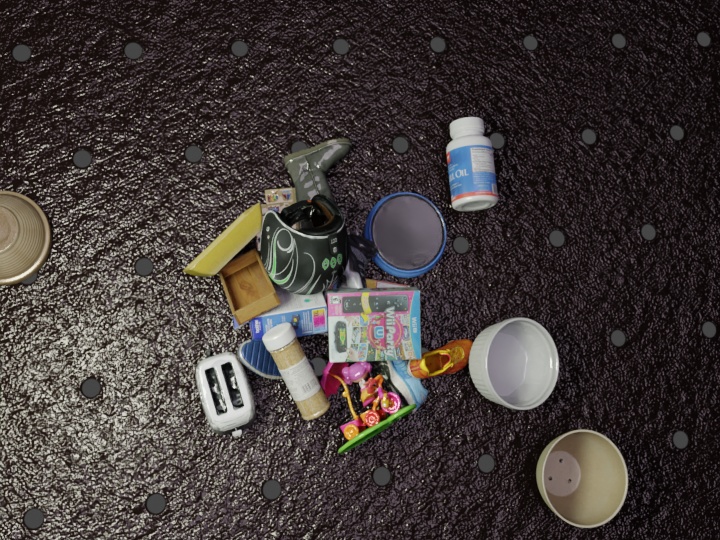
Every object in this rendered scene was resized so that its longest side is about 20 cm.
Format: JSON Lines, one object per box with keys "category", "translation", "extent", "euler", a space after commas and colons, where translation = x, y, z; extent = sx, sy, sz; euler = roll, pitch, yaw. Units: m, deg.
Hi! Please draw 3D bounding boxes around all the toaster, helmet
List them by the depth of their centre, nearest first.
{"category": "helmet", "translation": [-0.118, -0.044, 1.637], "extent": [0.196, 0.193, 0.202], "euler": [8, 39, -6]}
{"category": "toaster", "translation": [-0.287, 0.250, 1.645], "extent": [0.112, 0.129, 0.204], "euler": [-15, 83, -12]}

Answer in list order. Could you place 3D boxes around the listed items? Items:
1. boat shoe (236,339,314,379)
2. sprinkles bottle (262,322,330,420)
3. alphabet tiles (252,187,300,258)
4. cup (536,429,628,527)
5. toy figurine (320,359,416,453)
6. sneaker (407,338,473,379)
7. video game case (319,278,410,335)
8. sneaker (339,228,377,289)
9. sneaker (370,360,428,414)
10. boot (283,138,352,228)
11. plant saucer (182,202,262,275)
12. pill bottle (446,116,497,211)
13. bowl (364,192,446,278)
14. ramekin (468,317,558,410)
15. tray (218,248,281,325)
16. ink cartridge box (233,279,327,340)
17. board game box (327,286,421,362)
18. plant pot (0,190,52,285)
{"category": "boat shoe", "translation": [-0.192, 0.202, 1.659], "extent": [0.199, 0.072, 0.074], "euler": [29, 63, -38]}
{"category": "sprinkles bottle", "translation": [-0.133, 0.211, 1.618], "extent": [0.067, 0.068, 0.203], "euler": [-28, 106, -13]}
{"category": "alphabet tiles", "translation": [-0.161, -0.091, 1.789], "extent": [0.163, 0.006, 0.204], "euler": [-6, 81, -11]}
{"category": "cup", "translation": [0.470, 0.456, 1.730], "extent": [0.196, 0.143, 0.205], "euler": [2, 80, -10]}
{"category": "toy figurine", "translation": [-0.004, 0.264, 1.684], "extent": [0.198, 0.150, 0.186], "euler": [-33, 75, 13]}
{"category": "sneaker", "translation": [0.197, 0.201, 1.742], "extent": [0.198, 0.077, 0.074], "euler": [-17, 88, -39]}
{"category": "video game case", "translation": [0.010, 0.090, 1.781], "extent": [0.196, 0.017, 0.146], "euler": [10, 79, -8]}
{"category": "sneaker", "translation": [0.000, 0.000, 1.749], "extent": [0.113, 0.075, 0.203], "euler": [-21, 83, -37]}
{"category": "sneaker", "translation": [0.086, 0.218, 1.752], "extent": [0.089, 0.078, 0.202], "euler": [-30, 94, -31]}
{"category": "boot", "translation": [-0.076, -0.185, 1.783], "extent": [0.179, 0.073, 0.203], "euler": [-20, 76, -2]}
{"category": "plant saucer", "translation": [-0.287, -0.053, 1.668], "extent": [0.049, 0.200, 0.200], "euler": [46, 77, -11]}
{"category": "pill bottle", "translation": [0.260, -0.251, 1.835], "extent": [0.110, 0.112, 0.204], "euler": [-3, 80, -10]}
{"category": "bowl", "translation": [0.107, -0.086, 1.817], "extent": [0.196, 0.039, 0.205], "euler": [2, 80, -9]}
{"category": "ramekin", "translation": [0.337, 0.210, 1.752], "extent": [0.197, 0.105, 0.205], "euler": [3, 82, -24]}
{"category": "tray", "translation": [-0.241, 0.032, 1.662], "extent": [0.097, 0.200, 0.037], "euler": [-28, 123, -5]}
{"category": "ink cartridge box", "translation": [-0.178, 0.083, 1.685], "extent": [0.196, 0.137, 0.078], "euler": [-7, 122, -11]}
{"category": "board game box", "translation": [0.029, 0.114, 1.660], "extent": [0.196, 0.064, 0.151], "euler": [-2, 95, -3]}
{"category": "plant pot", "translation": [-0.762, -0.075, 1.641], "extent": [0.197, 0.093, 0.205], "euler": [2, 80, -10]}
